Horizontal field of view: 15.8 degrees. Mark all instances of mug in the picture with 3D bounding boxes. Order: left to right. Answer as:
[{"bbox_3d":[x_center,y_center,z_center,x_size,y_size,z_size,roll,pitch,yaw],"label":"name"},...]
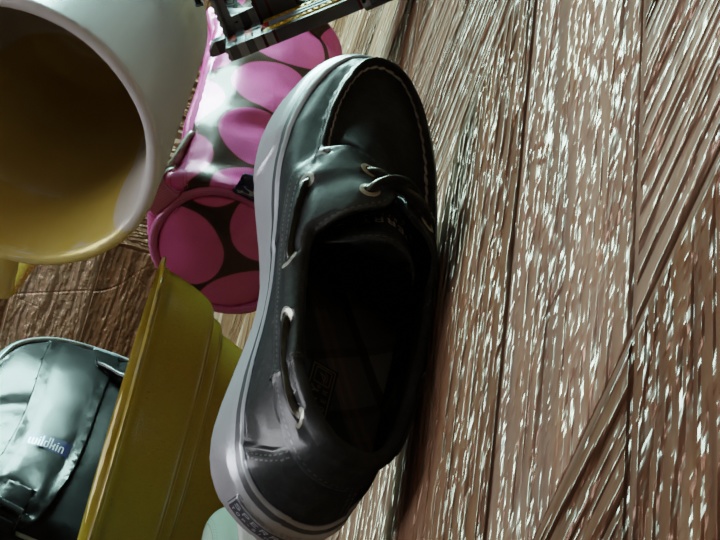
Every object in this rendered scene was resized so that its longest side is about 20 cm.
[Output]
[{"bbox_3d":[-0.160,-0.097,1.306,0.187,0.149,0.153,-33,19,33],"label":"mug"}]

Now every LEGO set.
[{"bbox_3d":[-0.057,-0.199,1.288,0.154,0.116,0.200,-103,-10,-59],"label":"LEGO set"}]

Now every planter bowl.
[{"bbox_3d":[-0.084,0.100,1.244,0.200,0.083,0.201,-163,90,-84],"label":"planter bowl"}]

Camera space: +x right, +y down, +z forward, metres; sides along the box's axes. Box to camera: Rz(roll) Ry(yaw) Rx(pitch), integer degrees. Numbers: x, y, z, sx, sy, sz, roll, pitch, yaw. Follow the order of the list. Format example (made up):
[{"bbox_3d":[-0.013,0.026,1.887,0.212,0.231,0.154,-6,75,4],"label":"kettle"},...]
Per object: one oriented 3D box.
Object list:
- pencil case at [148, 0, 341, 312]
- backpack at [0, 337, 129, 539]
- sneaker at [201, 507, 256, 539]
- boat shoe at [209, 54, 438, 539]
[{"bbox_3d":[-0.063,-0.073,1.406,0.091,0.094,0.200,-49,19,33],"label":"pencil case"},{"bbox_3d":[-0.173,0.140,1.557,0.200,0.177,0.151,-75,9,-50],"label":"backpack"},{"bbox_3d":[-0.106,0.176,1.074,0.074,0.118,0.201,114,172,-64],"label":"sneaker"},{"bbox_3d":[0.000,0.000,0.855,0.057,0.069,0.200,-41,30,44],"label":"boat shoe"}]
